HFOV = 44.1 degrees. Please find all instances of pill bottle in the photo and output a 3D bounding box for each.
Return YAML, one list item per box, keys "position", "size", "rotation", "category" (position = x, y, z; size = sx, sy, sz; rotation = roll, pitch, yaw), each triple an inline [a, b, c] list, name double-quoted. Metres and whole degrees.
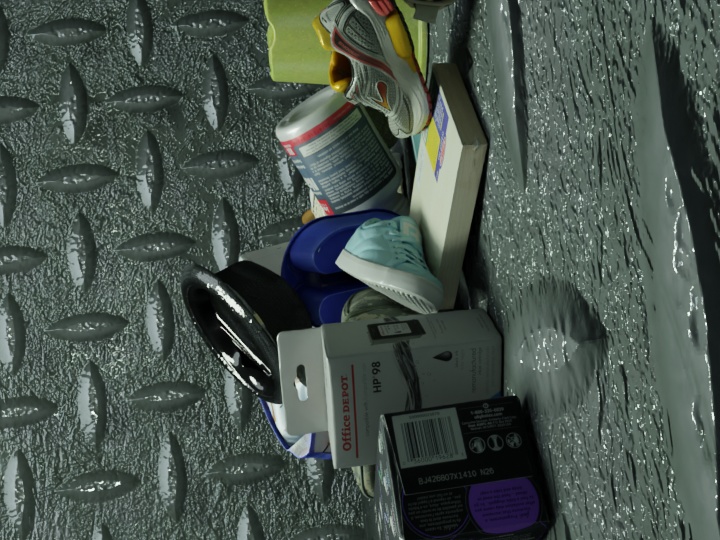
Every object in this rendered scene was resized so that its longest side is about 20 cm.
- position: [-0.013, -0.133, 1.175]
  size: [0.202, 0.118, 0.120]
  rotation: [57, -175, -20]
  category: "pill bottle"

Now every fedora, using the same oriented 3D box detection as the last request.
- position: [-0.124, 0.059, 1.065]
  size: [0.199, 0.091, 0.203]
  rotation: [36, 147, 28]
  category: "fedora"

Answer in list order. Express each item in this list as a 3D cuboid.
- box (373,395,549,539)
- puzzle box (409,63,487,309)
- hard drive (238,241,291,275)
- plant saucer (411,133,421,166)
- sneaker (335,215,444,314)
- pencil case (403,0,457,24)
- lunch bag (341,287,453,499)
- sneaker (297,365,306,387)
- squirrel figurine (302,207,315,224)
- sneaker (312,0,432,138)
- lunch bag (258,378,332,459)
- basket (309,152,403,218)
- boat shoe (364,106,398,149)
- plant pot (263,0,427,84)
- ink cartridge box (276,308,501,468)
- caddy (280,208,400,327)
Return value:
- position: [0.077, 0.204, 0.763]
  size: [0.202, 0.119, 0.108]
  rotation: [93, 170, -56]
  category: "box"
- position: [0.081, -0.079, 0.868]
  size: [0.135, 0.025, 0.203]
  rotation: [-101, 12, -45]
  category: "puzzle box"
- position: [-0.058, 0.026, 1.217]
  size: [0.199, 0.130, 0.027]
  rotation: [38, 127, 33]
  category: "hard drive"
- position: [0.079, -0.110, 1.014]
  size: [0.070, 0.019, 0.204]
  rotation: [93, 171, -59]
  category: "plant saucer"
- position: [0.034, -0.017, 0.895]
  size: [0.083, 0.073, 0.199]
  rotation: [-62, 28, 0]
  category: "sneaker"
- position: [0.047, -0.298, 0.825]
  size: [0.201, 0.076, 0.091]
  rotation: [-106, 36, -61]
  category: "pencil case"
- position: [0.042, 0.119, 0.967]
  size: [0.168, 0.136, 0.205]
  rotation: [-131, 35, -72]
  category: "lunch bag"
- position: [0.018, 0.137, 1.088]
  size: [0.075, 0.197, 0.088]
  rotation: [-68, 7, -32]
  category: "sneaker"
- position: [-0.014, -0.184, 1.557]
  size: [0.200, 0.138, 0.191]
  rotation: [128, 149, -63]
  category: "squirrel figurine"
- position: [0.010, -0.187, 0.820]
  size: [0.079, 0.081, 0.200]
  rotation: [66, -175, 31]
  category: "sneaker"
- position: [-0.048, 0.159, 1.216]
  size: [0.124, 0.168, 0.203]
  rotation: [-42, 57, 32]
  category: "lunch bag"
- position: [-0.002, -0.083, 1.351]
  size: [0.200, 0.132, 0.126]
  rotation: [114, 146, -79]
  category: "basket"
- position: [0.021, -0.265, 1.213]
  size: [0.062, 0.073, 0.205]
  rotation: [-66, -32, -77]
  category: "boat shoe"
- position: [-0.025, -0.302, 1.067]
  size: [0.200, 0.180, 0.205]
  rotation: [175, 90, -85]
  category: "plant pot"
- position: [0.026, 0.109, 0.811]
  size: [0.067, 0.195, 0.118]
  rotation: [-110, 15, -66]
  category: "ink cartridge box"
- position: [0.000, 0.000, 1.105]
  size: [0.105, 0.196, 0.145]
  rotation: [-166, 68, -66]
  category: "caddy"
